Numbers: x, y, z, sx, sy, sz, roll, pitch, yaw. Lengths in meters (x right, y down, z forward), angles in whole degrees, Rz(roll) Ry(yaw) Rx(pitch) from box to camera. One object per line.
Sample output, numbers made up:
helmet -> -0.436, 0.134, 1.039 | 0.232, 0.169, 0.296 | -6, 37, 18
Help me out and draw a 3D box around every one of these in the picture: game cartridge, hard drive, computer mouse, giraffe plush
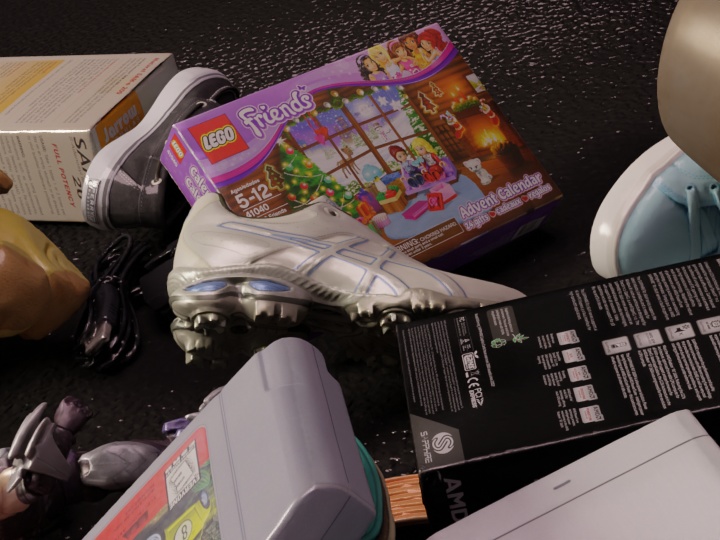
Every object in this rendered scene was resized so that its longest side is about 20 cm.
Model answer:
game cartridge -> -0.076, 0.131, 0.718 | 0.200, 0.041, 0.133 | -47, 29, 14
hard drive -> 0.118, 0.148, 0.682 | 0.131, 0.027, 0.200 | -25, 40, -6
computer mouse -> -0.075, -0.007, 1.061 | 0.198, 0.053, 0.139 | -9, 28, 5
giraffe plush -> -0.279, 0.006, 1.025 | 0.162, 0.172, 0.200 | -47, 46, 6

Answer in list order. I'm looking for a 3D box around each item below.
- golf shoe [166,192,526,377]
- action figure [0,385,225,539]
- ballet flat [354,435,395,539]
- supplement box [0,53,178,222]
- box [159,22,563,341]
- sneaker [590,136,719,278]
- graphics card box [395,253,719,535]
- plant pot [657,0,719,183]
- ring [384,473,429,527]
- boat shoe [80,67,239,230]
golf shoe -> 0.000, 0.000, 0.926 | 0.198, 0.079, 0.098 | 7, 57, -12
action figure -> -0.126, 0.095, 0.860 | 0.198, 0.070, 0.130 | -9, -5, -15
ballet flat -> -0.015, 0.137, 0.728 | 0.069, 0.070, 0.200 | -12, 25, 1
supplement box -> -0.234, -0.094, 1.258 | 0.198, 0.074, 0.126 | 2, 31, 25
box -> 0.003, -0.053, 1.031 | 0.199, 0.039, 0.137 | -25, 71, -32
sneaker -> 0.215, -0.041, 0.940 | 0.199, 0.075, 0.082 | -25, 27, -22
graphics card box -> 0.119, 0.055, 0.831 | 0.198, 0.051, 0.126 | -12, 31, 1
plant pot -> 0.244, -0.085, 0.845 | 0.173, 0.202, 0.199 | 28, 47, 36
ring -> 0.023, 0.153, 0.771 | 0.198, 0.019, 0.201 | -9, 30, 5
boat shoe -> -0.114, -0.080, 1.188 | 0.066, 0.071, 0.200 | 11, 25, 16
